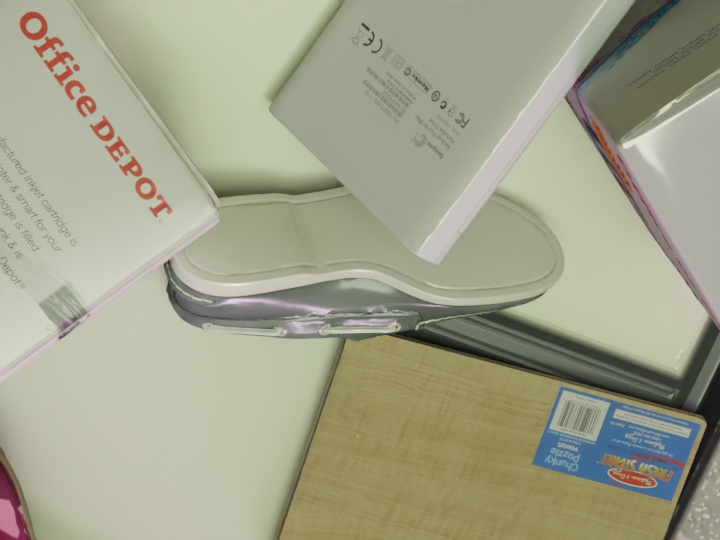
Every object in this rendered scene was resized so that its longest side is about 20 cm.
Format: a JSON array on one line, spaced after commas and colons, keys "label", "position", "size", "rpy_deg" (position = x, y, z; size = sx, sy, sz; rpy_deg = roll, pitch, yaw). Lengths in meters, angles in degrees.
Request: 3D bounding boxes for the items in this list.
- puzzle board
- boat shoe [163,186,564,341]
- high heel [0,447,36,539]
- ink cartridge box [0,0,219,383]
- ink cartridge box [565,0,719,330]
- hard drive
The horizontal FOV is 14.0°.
[{"label": "puzzle board", "position": [0.064, 0.119, 1.520], "size": [0.199, 0.017, 0.151], "rpy_deg": [15, 105, -15]}, {"label": "boat shoe", "position": [0.000, 0.000, 1.451], "size": [0.199, 0.073, 0.062], "rpy_deg": [-1, 145, -14]}, {"label": "high heel", "position": [-0.223, 0.093, 1.433], "size": [0.096, 0.067, 0.201], "rpy_deg": [-21, 97, -12]}, {"label": "ink cartridge box", "position": [-0.184, -0.024, 1.355], "size": [0.200, 0.084, 0.146], "rpy_deg": [-35, 92, -6]}, {"label": "ink cartridge box", "position": [0.188, -0.071, 1.373], "size": [0.144, 0.200, 0.146], "rpy_deg": [-33, 111, 3]}, {"label": "hard drive", "position": [0.054, -0.120, 1.375], "size": [0.026, 0.132, 0.200], "rpy_deg": [25, 106, -49]}]
